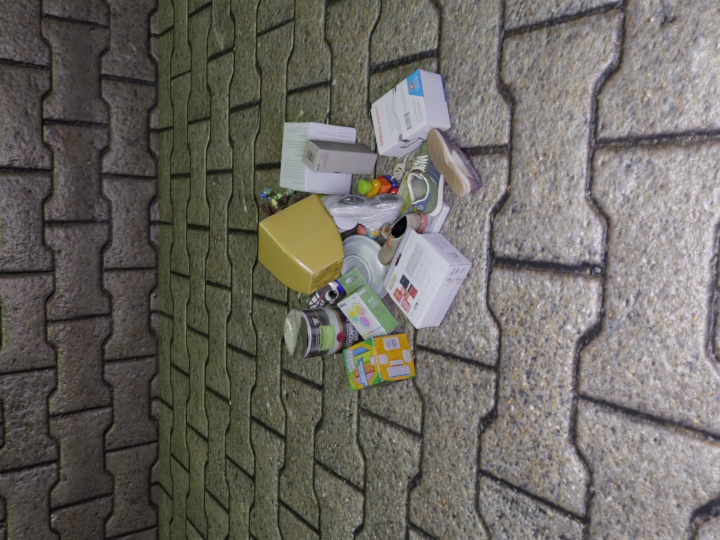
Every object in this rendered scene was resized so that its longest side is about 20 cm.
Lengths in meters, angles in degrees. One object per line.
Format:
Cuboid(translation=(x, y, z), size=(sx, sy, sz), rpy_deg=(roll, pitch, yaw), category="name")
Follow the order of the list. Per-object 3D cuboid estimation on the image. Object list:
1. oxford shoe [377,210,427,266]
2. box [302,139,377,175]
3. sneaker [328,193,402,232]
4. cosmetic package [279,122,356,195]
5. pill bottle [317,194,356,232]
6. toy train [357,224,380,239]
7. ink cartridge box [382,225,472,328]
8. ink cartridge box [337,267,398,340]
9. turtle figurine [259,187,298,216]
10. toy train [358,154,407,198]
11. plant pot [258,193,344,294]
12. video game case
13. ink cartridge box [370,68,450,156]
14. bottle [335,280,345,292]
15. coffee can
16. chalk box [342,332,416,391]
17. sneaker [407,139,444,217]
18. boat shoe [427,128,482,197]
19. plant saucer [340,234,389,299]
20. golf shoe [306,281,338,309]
Cuboid(translation=(0.091, -0.086, 1.580), size=(0.200, 0.075, 0.071), rpy_deg=(-54, 52, 37), category="oxford shoe")
Cuboid(translation=(-0.057, -0.318, 1.709), size=(0.082, 0.199, 0.069), rpy_deg=(45, 127, 44), category="box")
Cuboid(translation=(0.013, -0.144, 1.598), size=(0.078, 0.199, 0.100), rpy_deg=(-109, 20, -57), category="sneaker")
Cuboid(translation=(-0.132, -0.341, 1.842), size=(0.167, 0.166, 0.201), rpy_deg=(20, 107, 52), category="cosmetic package")
Cuboid(translation=(-0.085, -0.171, 1.814), size=(0.200, 0.112, 0.113), rpy_deg=(15, 104, 60), category="pill bottle")
Cuboid(translation=(-0.012, -0.083, 1.783), size=(0.150, 0.055, 0.201), rpy_deg=(42, 125, 45), category="toy train")
Cuboid(translation=(0.160, 0.012, 1.522), size=(0.176, 0.084, 0.201), rpy_deg=(51, 130, 38), category="ink cartridge box")
Cuboid(translation=(0.004, 0.100, 1.692), size=(0.200, 0.059, 0.104), rpy_deg=(53, 141, -4), category="ink cartridge box")
Cuboid(translation=(-0.232, -0.216, 2.067), size=(0.144, 0.200, 0.194), rpy_deg=(-36, 82, 24), category="turtle figurine")
Cuboid(translation=(0.046, -0.231, 1.642), size=(0.085, 0.115, 0.201), rpy_deg=(51, 130, 39), category="toy train")
Cuboid(translation=(-0.153, -0.053, 1.704), size=(0.200, 0.195, 0.195), rpy_deg=(50, 153, 20), category="plant pot")
Cuboid(translation=(0.140, -0.130, 1.597), size=(0.182, 0.023, 0.201), rpy_deg=(51, 131, 40), category="video game case")
Cuboid(translation=(0.125, -0.397, 1.550), size=(0.200, 0.084, 0.147), rpy_deg=(-21, 75, 54), category="ink cartridge box")
Cuboid(translation=(-0.102, 0.033, 1.896), size=(0.200, 0.065, 0.084), rpy_deg=(-13, 111, 54), category="bottle")
Cuboid(translation=(-0.107, 0.181, 1.806), size=(0.146, 0.199, 0.147), rpy_deg=(5, 97, 54), category="coffee can")
Cuboid(translation=(0.038, 0.260, 1.675), size=(0.200, 0.124, 0.125), rpy_deg=(-32, 66, 51), category="chalk box")
Cuboid(translation=(0.156, -0.237, 1.490), size=(0.067, 0.090, 0.201), rpy_deg=(-12, 73, 44), category="sneaker")
Cuboid(translation=(0.223, -0.260, 1.441), size=(0.072, 0.065, 0.201), rpy_deg=(105, 145, -52), category="boat shoe")
Cuboid(translation=(0.000, 0.000, 1.718), size=(0.199, 0.050, 0.201), rpy_deg=(18, 120, 33), category="plant saucer")
Cuboid(translation=(-0.115, 0.084, 1.838), size=(0.088, 0.077, 0.200), rpy_deg=(24, 148, 12), category="golf shoe")
